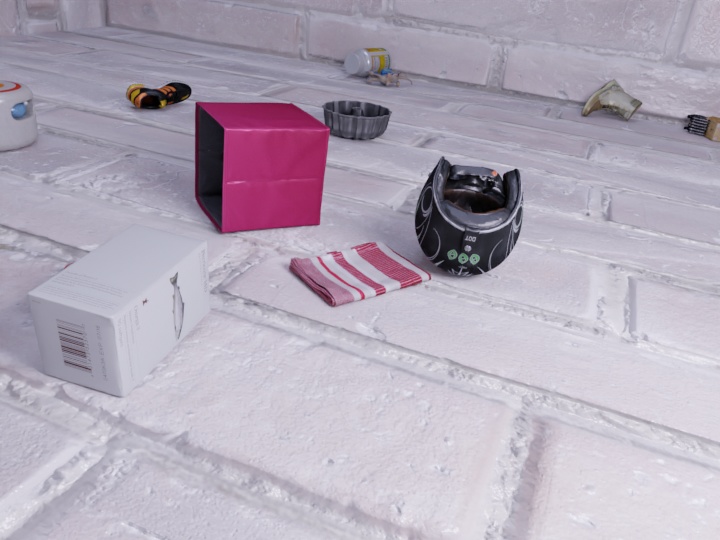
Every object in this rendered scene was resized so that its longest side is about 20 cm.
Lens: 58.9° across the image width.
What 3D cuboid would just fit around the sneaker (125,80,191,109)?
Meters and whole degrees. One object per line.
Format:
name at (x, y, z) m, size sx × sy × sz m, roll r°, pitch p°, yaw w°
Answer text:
sneaker at (-0.584, -0.509, 1.893) m, size 0.199 × 0.070 × 0.090 m, roll -16°, pitch 49°, yaw -37°

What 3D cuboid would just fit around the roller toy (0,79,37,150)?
roller toy at (-0.842, -0.362, 1.453) m, size 0.182 × 0.141 × 0.200 m, roll -15°, pitch 33°, yaw -36°

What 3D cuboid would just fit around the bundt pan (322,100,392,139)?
bundt pan at (-0.013, -0.429, 1.832) m, size 0.200 × 0.076 × 0.202 m, roll 6°, pitch 27°, yaw -3°

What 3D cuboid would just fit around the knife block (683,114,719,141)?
knife block at (1.282, -0.516, 2.298) m, size 0.199 × 0.064 × 0.176 m, roll 6°, pitch 28°, yaw -1°

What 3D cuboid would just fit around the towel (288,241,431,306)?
towel at (0.000, 0.000, 1.058) m, size 0.199 × 0.023 × 0.144 m, roll -13°, pitch 34°, yaw -34°

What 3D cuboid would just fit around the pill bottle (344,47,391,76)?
pill bottle at (0.029, -0.868, 2.663) m, size 0.112 × 0.113 × 0.199 m, roll 25°, pitch 33°, yaw 33°

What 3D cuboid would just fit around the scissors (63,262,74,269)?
scissors at (-0.357, 0.021, 0.946) m, size 0.199 × 0.014 × 0.073 m, roll 10°, pitch 27°, yaw 8°

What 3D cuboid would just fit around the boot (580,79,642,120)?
boot at (0.941, -0.612, 2.391) m, size 0.200 × 0.072 × 0.155 m, roll -39°, pitch 71°, yaw -15°

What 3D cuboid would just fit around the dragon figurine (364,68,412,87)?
dragon figurine at (0.112, -0.775, 2.557) m, size 0.199 × 0.059 × 0.099 m, roll -14°, pitch 33°, yaw -31°

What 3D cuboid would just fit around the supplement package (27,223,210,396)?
supplement package at (-0.289, 0.041, 0.800) m, size 0.117 × 0.118 × 0.200 m, roll 12°, pitch 31°, yaw 14°

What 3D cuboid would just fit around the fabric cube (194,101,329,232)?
fabric cube at (-0.195, -0.202, 1.218) m, size 0.198 × 0.201 × 0.196 m, roll -7°, pitch 29°, yaw -28°

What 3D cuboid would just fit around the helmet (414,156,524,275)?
helmet at (0.183, -0.089, 1.087) m, size 0.199 × 0.191 × 0.201 m, roll 0°, pitch 66°, yaw -1°
